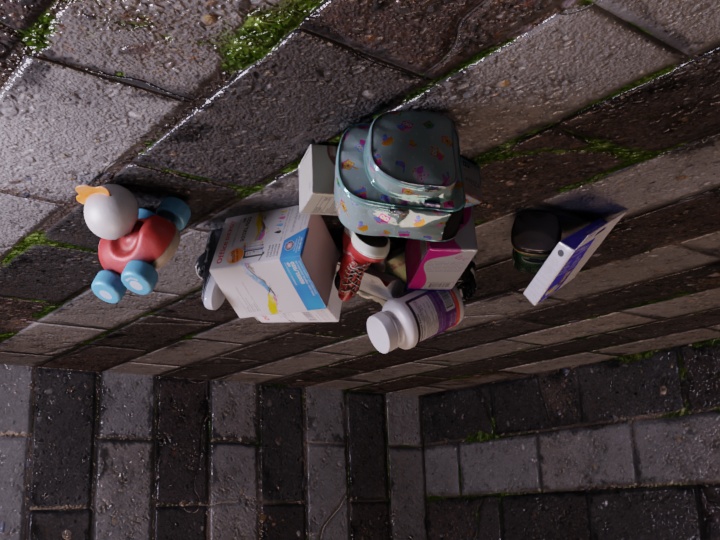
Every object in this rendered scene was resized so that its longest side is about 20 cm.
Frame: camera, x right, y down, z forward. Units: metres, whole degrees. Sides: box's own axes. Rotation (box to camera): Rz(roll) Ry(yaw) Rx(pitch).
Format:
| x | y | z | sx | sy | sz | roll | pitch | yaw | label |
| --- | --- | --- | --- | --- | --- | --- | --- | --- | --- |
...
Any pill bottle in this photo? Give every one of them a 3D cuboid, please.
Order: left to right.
| x | y | z | sx | sy | sz | roll | pitch | yaw | label |
| --- | --- | --- | --- | --- | --- | --- | --- | --- | --- |
| 0.114 | 0.099 | 1.834 | 0.197 | 0.113 | 0.111 | -23 | 176 | -28 | pill bottle |

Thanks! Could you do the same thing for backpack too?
| x | y | z | sx | sy | sz | roll | pitch | yaw | label |
| --- | --- | --- | --- | --- | --- | --- | --- | --- | --- |
| 0.055 | -0.143 | 1.294 | 0.194 | 0.179 | 0.155 | -1 | 148 | 1 | backpack |

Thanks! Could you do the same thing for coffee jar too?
| x | y | z | sx | sy | sz | roll | pitch | yaw | label |
| --- | --- | --- | --- | --- | --- | --- | --- | --- | --- |
| 0.364 | -0.057 | 1.791 | 0.102 | 0.088 | 0.200 | 6 | 167 | 12 | coffee jar |

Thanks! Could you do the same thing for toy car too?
| x | y | z | sx | sy | sz | roll | pitch | yaw | label |
| --- | --- | --- | --- | --- | --- | --- | --- | --- | --- |
| -0.435 | -0.083 | 1.533 | 0.174 | 0.187 | 0.200 | -13 | 132 | 37 | toy car |

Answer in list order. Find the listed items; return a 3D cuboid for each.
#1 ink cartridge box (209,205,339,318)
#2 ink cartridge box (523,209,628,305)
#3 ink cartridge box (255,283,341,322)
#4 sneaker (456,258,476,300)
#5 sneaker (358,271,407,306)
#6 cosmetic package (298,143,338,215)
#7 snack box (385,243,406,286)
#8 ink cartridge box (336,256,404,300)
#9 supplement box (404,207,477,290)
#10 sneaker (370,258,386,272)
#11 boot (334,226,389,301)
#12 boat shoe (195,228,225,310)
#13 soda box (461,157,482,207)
| x | y | z | sx | sy | sz | roll | pitch | yaw | label |
| --- | --- | --- | --- | --- | --- | --- | --- | --- | --- |
| -0.164 | -0.017 | 1.669 | 0.195 | 0.149 | 0.146 | -8 | 135 | 21 | ink cartridge box |
| 0.433 | -0.038 | 1.742 | 0.197 | 0.043 | 0.202 | -25 | 154 | -48 | ink cartridge box |
| -0.152 | 0.043 | 1.825 | 0.195 | 0.087 | 0.146 | -3 | 149 | 24 | ink cartridge box |
| 0.218 | 0.010 | 1.965 | 0.072 | 0.115 | 0.199 | -12 | 162 | 29 | sneaker |
| 0.044 | 0.024 | 1.964 | 0.197 | 0.078 | 0.080 | 28 | 141 | -5 | sneaker |
| 0.002 | -0.145 | 1.431 | 0.195 | 0.090 | 0.103 | 2 | 165 | -18 | cosmetic package |
| 0.102 | 0.009 | 1.980 | 0.116 | 0.037 | 0.199 | 40 | 151 | -12 | snack box |
| 0.000 | 0.000 | 1.824 | 0.159 | 0.058 | 0.201 | 21 | 164 | 18 | ink cartridge box |
| 0.158 | -0.044 | 1.742 | 0.099 | 0.106 | 0.201 | 1 | 157 | -11 | supplement box |
| 0.015 | -0.041 | 1.851 | 0.086 | 0.077 | 0.200 | 10 | 166 | 3 | sneaker |
| -0.002 | -0.003 | 1.614 | 0.071 | 0.148 | 0.200 | 11 | -171 | -14 | boot |
| -0.294 | -0.006 | 1.711 | 0.066 | 0.203 | 0.073 | 2 | 140 | 6 | boat shoe |
| 0.115 | -0.134 | 1.521 | 0.197 | 0.070 | 0.063 | -14 | 161 | 38 | soda box |
